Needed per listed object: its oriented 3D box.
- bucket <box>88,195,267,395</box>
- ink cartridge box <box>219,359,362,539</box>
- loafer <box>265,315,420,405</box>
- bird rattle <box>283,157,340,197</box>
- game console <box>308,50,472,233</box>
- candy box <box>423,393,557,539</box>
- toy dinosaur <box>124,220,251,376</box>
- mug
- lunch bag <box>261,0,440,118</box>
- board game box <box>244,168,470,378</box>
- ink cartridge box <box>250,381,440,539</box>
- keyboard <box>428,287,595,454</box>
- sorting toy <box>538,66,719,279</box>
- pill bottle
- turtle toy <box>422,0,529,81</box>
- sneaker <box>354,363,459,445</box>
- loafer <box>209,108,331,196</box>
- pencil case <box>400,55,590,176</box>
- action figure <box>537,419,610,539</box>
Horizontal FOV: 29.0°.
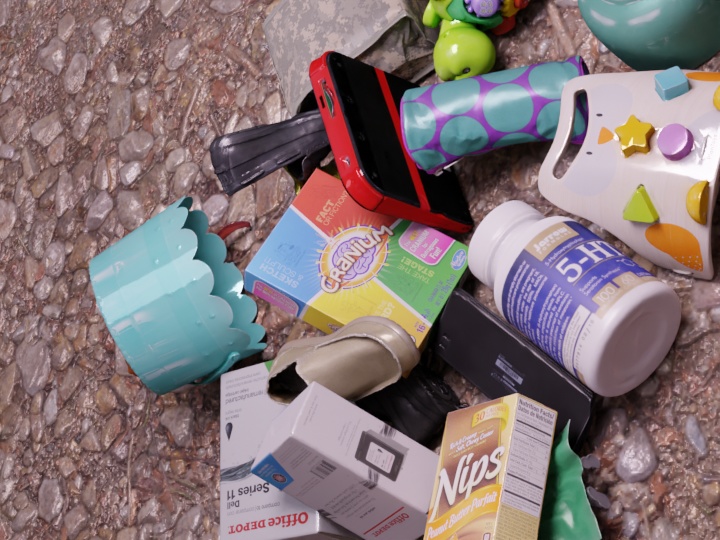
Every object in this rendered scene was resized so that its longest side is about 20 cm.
[{"bbox_3d":[-0.209,0.034,1.589,0.134,0.208,0.209,-27,57,4],"label":"bucket"},{"bbox_3d":[-0.077,0.204,1.519,0.145,0.083,0.203,-17,65,33],"label":"ink cartridge box"},{"bbox_3d":[-0.022,0.102,1.394,0.199,0.076,0.068,-20,26,46],"label":"loafer"},{"bbox_3d":[-0.003,-0.069,1.551,0.162,0.113,0.201,-33,58,5],"label":"bird rattle"},{"bbox_3d":[0.031,-0.138,1.492,0.031,0.176,0.202,-37,55,32],"label":"game console"},{"bbox_3d":[0.115,0.225,1.296,0.115,0.055,0.203,-24,47,54],"label":"candy box"},{"bbox_3d":[-0.233,0.039,1.706,0.197,0.105,0.185,-6,89,26],"label":"toy dinosaur"},{"bbox_3d":[0.300,-0.295,1.370,0.185,0.114,0.153,-48,51,16],"label":"mug"},{"bbox_3d":[-0.017,-0.270,1.615,0.199,0.117,0.166,-33,54,20],"label":"lunch bag"},{"bbox_3d":[0.000,0.000,1.457,0.198,0.041,0.154,27,61,11],"label":"board game box"},{"bbox_3d":[0.003,0.206,1.394,0.116,0.199,0.067,-44,17,52],"label":"ink cartridge box"},{"bbox_3d":[0.143,0.119,1.382,0.200,0.020,0.128,40,122,32],"label":"keyboard"},{"bbox_3d":[0.264,-0.115,1.320,0.178,0.107,0.203,12,82,27],"label":"sorting toy"},{"bbox_3d":[0.198,0.019,1.338,0.200,0.119,0.121,40,100,40],"label":"pill bottle"},{"bbox_3d":[0.130,-0.299,1.507,0.100,0.145,0.202,30,95,20],"label":"turtle toy"},{"bbox_3d":[0.018,0.110,1.485,0.091,0.075,0.200,-53,49,16],"label":"sneaker"},{"bbox_3d":[-0.068,-0.134,1.521,0.068,0.198,0.071,2,109,68],"label":"loafer"},{"bbox_3d":[0.144,-0.158,1.429,0.197,0.085,0.094,-11,94,13],"label":"pencil case"},{"bbox_3d":[0.150,0.242,1.337,0.199,0.054,0.119,-37,46,35],"label":"action figure"}]
